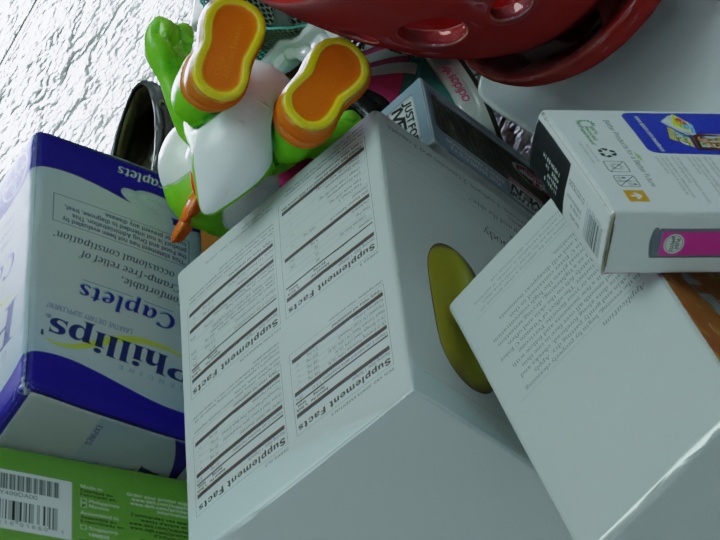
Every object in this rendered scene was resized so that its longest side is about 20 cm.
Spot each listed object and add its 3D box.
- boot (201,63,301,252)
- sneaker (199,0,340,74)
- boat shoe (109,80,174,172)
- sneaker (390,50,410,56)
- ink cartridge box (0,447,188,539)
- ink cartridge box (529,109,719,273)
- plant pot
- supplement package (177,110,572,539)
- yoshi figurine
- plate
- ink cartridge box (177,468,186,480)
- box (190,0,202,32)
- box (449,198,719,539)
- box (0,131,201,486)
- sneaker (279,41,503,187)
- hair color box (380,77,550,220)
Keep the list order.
[{"bbox_3d":[-0.059,-0.017,1.601,0.200,0.074,0.155,-61,29,20],"label":"boot"},{"bbox_3d":[-0.059,-0.155,1.530,0.078,0.091,0.200,-59,15,-18],"label":"sneaker"},{"bbox_3d":[-0.146,-0.029,1.737,0.073,0.065,0.200,-21,46,41],"label":"boat shoe"},{"bbox_3d":[0.082,-0.189,1.501,0.200,0.091,0.076,-27,37,7],"label":"sneaker"},{"bbox_3d":[-0.165,0.193,1.416,0.076,0.148,0.200,-96,23,-48],"label":"ink cartridge box"},{"bbox_3d":[0.183,-0.036,1.210,0.095,0.200,0.037,-118,30,-55],"label":"ink cartridge box"},{"bbox_3d":[0.055,-0.193,1.344,0.200,0.182,0.200,-28,51,42],"label":"plant pot"},{"bbox_3d":[0.017,0.063,1.345,0.151,0.152,0.200,-39,34,26],"label":"supplement package"},{"bbox_3d":[-0.056,-0.085,1.421,0.112,0.112,0.200,67,161,12],"label":"yoshi figurine"},{"bbox_3d":[0.157,-0.138,1.367,0.200,0.032,0.200,-63,35,10],"label":"plate"},{"bbox_3d":[-0.117,0.138,1.541,0.200,0.067,0.116,0,61,54],"label":"ink cartridge box"},{"bbox_3d":[-0.002,-0.194,1.668,0.200,0.095,0.078,-29,39,35],"label":"box"},{"bbox_3d":[0.138,0.063,1.206,0.097,0.124,0.200,-47,33,14],"label":"box"},{"bbox_3d":[-0.173,0.063,1.488,0.184,0.105,0.200,-52,29,35],"label":"box"},{"bbox_3d":[-0.005,-0.090,1.559,0.121,0.084,0.200,-24,34,-7],"label":"sneaker"},{"bbox_3d":[0.000,0.000,1.478,0.200,0.099,0.061,-40,33,24],"label":"hair color box"}]
